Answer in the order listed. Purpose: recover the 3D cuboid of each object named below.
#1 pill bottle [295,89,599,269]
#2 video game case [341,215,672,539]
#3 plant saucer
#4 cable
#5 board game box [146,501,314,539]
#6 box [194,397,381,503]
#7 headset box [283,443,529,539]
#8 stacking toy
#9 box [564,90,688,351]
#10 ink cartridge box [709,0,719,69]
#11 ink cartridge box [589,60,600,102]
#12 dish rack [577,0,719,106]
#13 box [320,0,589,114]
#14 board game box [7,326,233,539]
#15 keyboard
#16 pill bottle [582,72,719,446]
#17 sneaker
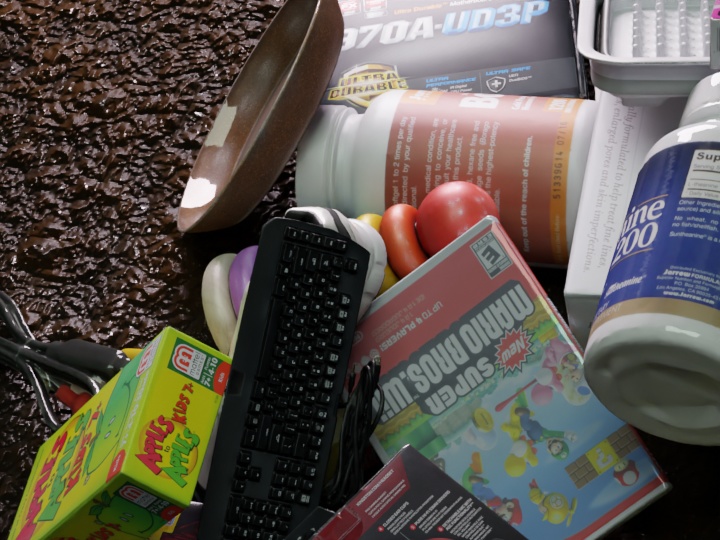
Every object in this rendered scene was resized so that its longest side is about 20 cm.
[{"bbox_3d":[0.062,-0.063,1.549,0.198,0.113,0.113,5,54,14],"label":"pill bottle"},{"bbox_3d":[0.078,0.088,1.418,0.143,0.017,0.201,-36,74,12],"label":"video game case"},{"bbox_3d":[-0.063,-0.108,1.585,0.034,0.200,0.201,28,57,-12],"label":"plant saucer"},{"bbox_3d":[-0.207,0.071,1.557,0.199,0.051,0.097,14,51,33],"label":"cable"},{"bbox_3d":[-0.067,0.246,1.377,0.198,0.062,0.201,10,55,16],"label":"board game box"},{"bbox_3d":[-0.019,0.094,1.488,0.199,0.050,0.075,-28,54,-10],"label":"box"},{"bbox_3d":[0.036,0.206,1.312,0.199,0.075,0.149,37,57,17],"label":"headset box"},{"bbox_3d":[0.000,0.000,1.495,0.199,0.085,0.086,-21,49,22],"label":"stacking toy"},{"bbox_3d":[0.243,-0.018,1.467,0.198,0.131,0.200,5,54,15],"label":"box"},{"bbox_3d":[0.268,-0.169,1.406,0.094,0.037,0.200,3,24,14],"label":"ink cartridge box"},{"bbox_3d":[0.216,-0.173,1.627,0.115,0.068,0.201,-6,52,9],"label":"ink cartridge box"},{"bbox_3d":[0.235,-0.143,1.444,0.198,0.044,0.172,0,27,7],"label":"dish rack"},{"bbox_3d":[0.059,-0.156,1.661,0.198,0.046,0.160,-7,53,7],"label":"box"},{"bbox_3d":[-0.152,0.123,1.409,0.047,0.200,0.102,27,54,-18],"label":"board game box"},{"bbox_3d":[-0.027,0.076,1.365,0.040,0.103,0.202,7,84,60],"label":"keyboard"},{"bbox_3d":[0.201,-0.012,1.317,0.110,0.111,0.201,9,56,18],"label":"pill bottle"},{"bbox_3d":[-0.057,0.050,1.417,0.073,0.080,0.201,19,81,29],"label":"sneaker"}]
